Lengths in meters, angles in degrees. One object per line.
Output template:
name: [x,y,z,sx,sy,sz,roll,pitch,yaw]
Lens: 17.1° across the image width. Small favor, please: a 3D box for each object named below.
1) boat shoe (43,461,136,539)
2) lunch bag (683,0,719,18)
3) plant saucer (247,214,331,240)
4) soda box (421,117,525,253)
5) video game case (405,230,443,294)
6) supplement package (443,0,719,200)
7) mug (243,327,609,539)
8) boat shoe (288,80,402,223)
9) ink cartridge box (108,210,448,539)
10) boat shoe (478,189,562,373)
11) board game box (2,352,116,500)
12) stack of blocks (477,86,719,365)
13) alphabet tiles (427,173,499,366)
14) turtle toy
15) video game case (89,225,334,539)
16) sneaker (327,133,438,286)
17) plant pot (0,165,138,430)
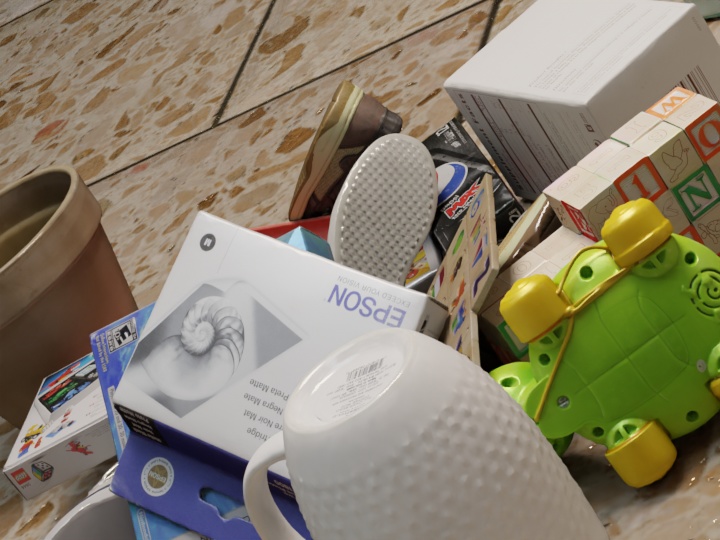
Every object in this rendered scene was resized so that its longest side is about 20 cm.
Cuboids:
boat shoe: [-0.157,0.163,1.705,0.200,0.072,0.066,-43,19,-19]
lunch bag: [0.330,-0.288,1.907,0.160,0.077,0.200,-4,38,50]
plant saucer: [-0.097,0.041,1.839,0.200,0.037,0.200,-9,36,50]
soda box: [0.084,-0.043,1.774,0.063,0.071,0.200,-37,23,4]
video game case: [-0.029,0.020,1.868,0.200,0.023,0.182,-31,23,7]
supplement package: [0.175,-0.120,1.742,0.117,0.117,0.200,-42,25,-15]
mug: [0.019,0.133,1.390,0.199,0.176,0.148,-16,29,37]
boat shoe: [-0.010,-0.074,1.853,0.073,0.065,0.200,-62,-4,-22]
ink cartridge box: [-0.065,0.082,1.564,0.199,0.041,0.201,19,84,32]
boat shoe: [0.100,0.026,1.627,0.200,0.072,0.076,-52,14,-24]
board game box: [-0.164,0.083,1.763,0.200,0.035,0.126,-28,22,22]
stack of blocks: [0.168,-0.011,1.545,0.200,0.115,0.059,-38,23,-6]
alphabet tiles: [0.052,0.051,1.536,0.200,0.008,0.168,-89,22,-61]
turtle toy: [0.150,0.052,1.443,0.200,0.146,0.101,-36,2,10]
video game case: [-0.081,0.097,1.620,0.181,0.045,0.201,-26,63,18]
sneaker: [0.000,0.000,1.728,0.082,0.074,0.201,140,149,-69]
plant pot: [-0.259,0.045,1.929,0.200,0.174,0.200,-30,22,14]
